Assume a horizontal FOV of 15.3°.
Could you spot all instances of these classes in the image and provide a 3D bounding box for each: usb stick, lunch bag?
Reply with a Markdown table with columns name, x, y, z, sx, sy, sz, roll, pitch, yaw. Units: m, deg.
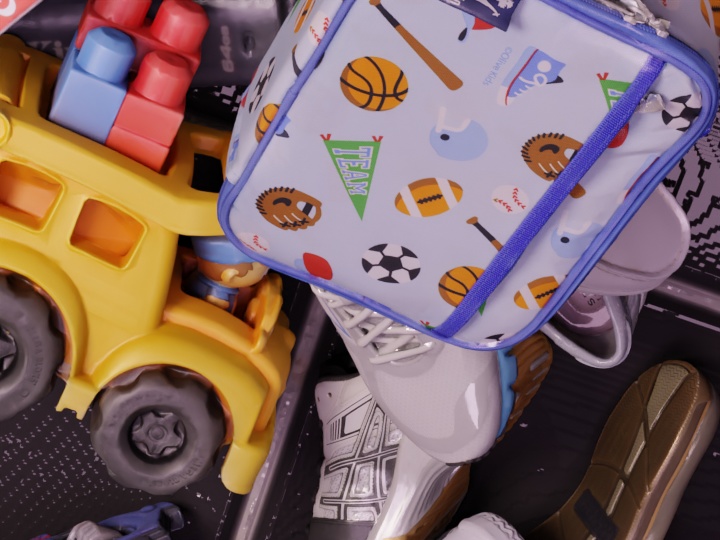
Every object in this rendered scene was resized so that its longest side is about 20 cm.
| name | x | y | z | sx | sy | sz | roll | pitch | yaw |
| --- | --- | --- | --- | --- | --- | --- | --- | --- | --- |
| usb stick | -0.122 | -0.106 | 1.215 | 0.198 | 0.033 | 0.056 | -2 | 113 | 7 |
| lunch bag | 0.045 | -0.060 | 1.029 | 0.159 | 0.076 | 0.200 | 25 | 135 | -13 |

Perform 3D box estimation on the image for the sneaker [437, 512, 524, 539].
| name | x | y | z | sx | sy | sz | roll | pitch | yaw |
| --- | --- | --- | --- | --- | --- | --- | --- | --- | --- |
| sneaker | 0.008 | 0.200 | 1.252 | 0.075 | 0.115 | 0.200 | 47 | 131 | 21 |

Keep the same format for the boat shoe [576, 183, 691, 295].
| name | x | y | z | sx | sy | sz | roll | pitch | yaw |
| --- | --- | --- | --- | --- | --- | --- | --- | --- | --- |
| boat shoe | 0.075 | -0.046 | 1.130 | 0.199 | 0.069 | 0.071 | 28 | 71 | -30 |

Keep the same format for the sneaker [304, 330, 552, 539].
| name | x | y | z | sx | sy | sz | roll | pitch | yaw |
| --- | --- | --- | --- | --- | --- | --- | --- | --- | --- |
| sneaker | 0.009 | 0.083 | 1.264 | 0.088 | 0.076 | 0.201 | 39 | 113 | 14 |

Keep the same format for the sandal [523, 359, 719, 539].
| name | x | y | z | sx | sy | sz | roll | pitch | yaw |
| --- | --- | --- | --- | --- | --- | --- | --- | --- | --- |
| sandal | 0.121 | 0.134 | 1.266 | 0.054 | 0.080 | 0.201 | 20 | 111 | -27 |

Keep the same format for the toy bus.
| name | x | y | z | sx | sy | sz | roll | pitch | yaw |
| --- | --- | --- | --- | --- | --- | --- | --- | --- | --- |
| toy bus | -0.100 | -0.024 | 1.186 | 0.199 | 0.136 | 0.193 | 25 | 109 | -13 |

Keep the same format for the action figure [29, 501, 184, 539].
| name | x | y | z | sx | sy | sz | roll | pitch | yaw |
| --- | --- | --- | --- | --- | --- | --- | --- | --- | --- |
| action figure | -0.157 | 0.195 | 1.257 | 0.199 | 0.193 | 0.105 | -17 | 119 | -17 |

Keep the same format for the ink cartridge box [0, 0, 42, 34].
| name | x | y | z | sx | sy | sz | roll | pitch | yaw |
| --- | --- | --- | --- | --- | --- | --- | --- | --- | --- |
| ink cartridge box | -0.140 | -0.143 | 1.139 | 0.200 | 0.109 | 0.050 | -38 | 100 | 5 |

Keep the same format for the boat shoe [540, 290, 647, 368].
| name | x | y | z | sx | sy | sz | roll | pitch | yaw |
| --- | --- | --- | --- | --- | --- | --- | --- | --- | --- |
| boat shoe | 0.056 | -0.042 | 1.201 | 0.074 | 0.065 | 0.202 | -34 | 104 | 18 |

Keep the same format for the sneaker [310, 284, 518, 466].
| name | x | y | z | sx | sy | sz | roll | pitch | yaw |
| --- | --- | --- | --- | --- | --- | --- | --- | --- | --- |
| sneaker | 0.000 | 0.000 | 1.153 | 0.075 | 0.087 | 0.201 | -19 | 101 | 31 |
